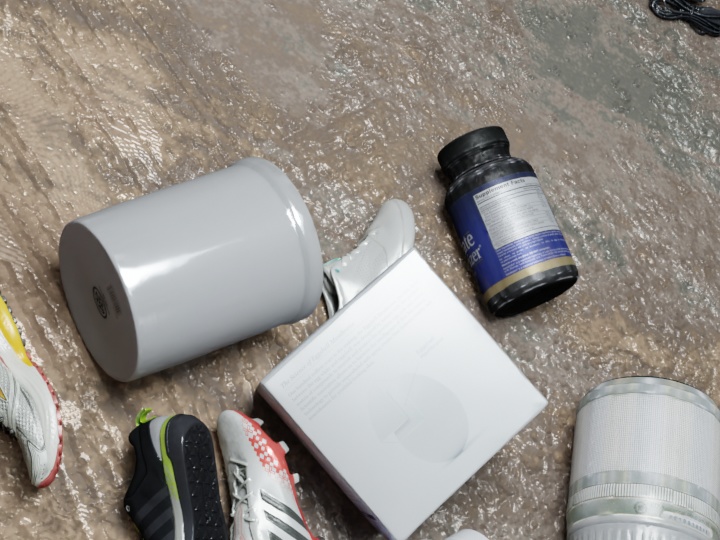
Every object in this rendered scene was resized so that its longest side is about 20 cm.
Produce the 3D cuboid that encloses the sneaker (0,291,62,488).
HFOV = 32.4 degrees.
[{"bbox_3d":[-0.327,0.109,1.102,0.082,0.078,0.200,-24,70,-31],"label":"sneaker"}]

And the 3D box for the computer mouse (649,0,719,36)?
[{"bbox_3d":[0.486,-0.449,1.824,0.138,0.053,0.201,13,61,-22],"label":"computer mouse"}]

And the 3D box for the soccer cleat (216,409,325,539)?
[{"bbox_3d":[-0.096,0.228,1.169,0.085,0.069,0.201,-22,83,-38],"label":"soccer cleat"}]

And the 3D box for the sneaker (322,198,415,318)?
[{"bbox_3d":[0.000,0.000,1.330,0.088,0.075,0.201,21,60,-12],"label":"sneaker"}]

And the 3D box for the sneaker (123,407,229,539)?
[{"bbox_3d":[-0.174,0.226,1.134,0.072,0.082,0.201,4,82,-64],"label":"sneaker"}]

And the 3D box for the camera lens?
[{"bbox_3d":[0.305,0.225,1.328,0.159,0.160,0.201,23,57,-17],"label":"camera lens"}]

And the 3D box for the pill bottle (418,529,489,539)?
[{"bbox_3d":[0.045,0.324,1.168,0.199,0.112,0.112,-24,79,-34],"label":"pill bottle"}]

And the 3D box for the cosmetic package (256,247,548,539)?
[{"bbox_3d":[0.035,0.122,1.216,0.199,0.123,0.200,-40,90,-10],"label":"cosmetic package"}]

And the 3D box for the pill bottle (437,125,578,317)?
[{"bbox_3d":[0.163,-0.058,1.420,0.111,0.112,0.201,-12,72,-32],"label":"pill bottle"}]

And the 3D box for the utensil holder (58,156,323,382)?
[{"bbox_3d":[-0.164,-0.001,1.184,0.199,0.170,0.171,-21,78,-31],"label":"utensil holder"}]
